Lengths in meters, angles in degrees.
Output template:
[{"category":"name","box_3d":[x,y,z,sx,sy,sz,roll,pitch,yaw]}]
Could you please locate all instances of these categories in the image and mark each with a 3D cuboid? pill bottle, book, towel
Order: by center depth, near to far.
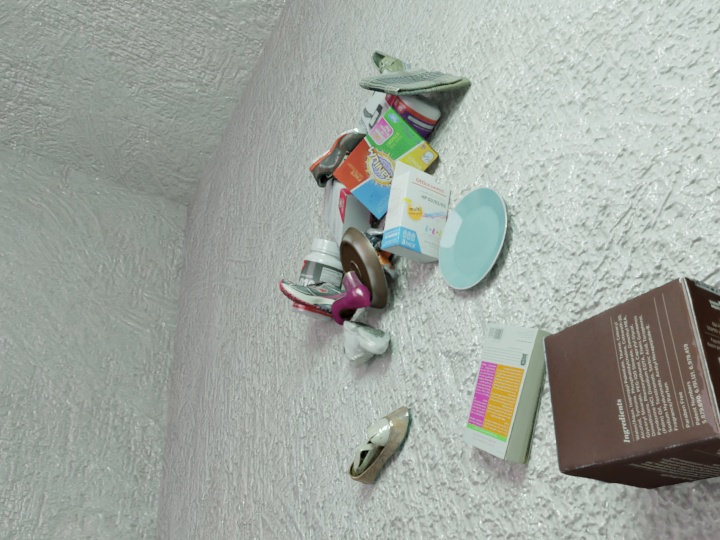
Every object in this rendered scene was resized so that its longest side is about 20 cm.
[{"category":"book","box_3d":[0.230,0.191,1.021,0.133,0.047,0.204,1,75,65]},{"category":"towel","box_3d":[0.121,-0.429,1.429,0.192,0.196,0.035,-142,43,-57]},{"category":"pill bottle","box_3d":[0.098,-0.317,1.496,0.202,0.111,0.113,-59,30,25]},{"category":"pill bottle","box_3d":[-0.108,0.025,1.699,0.113,0.112,0.205,3,78,63]}]

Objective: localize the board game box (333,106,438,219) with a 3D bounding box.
[{"category":"board game box","box_3d":[0.057,-0.242,1.439,0.200,0.153,0.040,-46,7,18]}]

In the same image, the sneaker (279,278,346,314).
[{"category":"sneaker","box_3d":[-0.111,0.059,1.602,0.081,0.196,0.076,148,139,-75]}]

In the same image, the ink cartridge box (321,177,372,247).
[{"category":"ink cartridge box","box_3d":[-0.037,-0.168,1.661,0.201,0.081,0.148,-121,33,-56]}]

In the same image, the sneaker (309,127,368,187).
[{"category":"sneaker","box_3d":[-0.045,-0.276,1.587,0.199,0.076,0.083,-35,65,37]}]

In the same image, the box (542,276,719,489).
[{"category":"box","box_3d":[0.338,0.136,0.704,0.199,0.163,0.168,-37,45,49]}]

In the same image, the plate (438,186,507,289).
[{"category":"plate","box_3d":[0.218,-0.060,1.210,0.200,0.025,0.204,-39,43,49]}]

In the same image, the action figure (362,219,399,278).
[{"category":"action figure","box_3d":[0.052,-0.077,1.461,0.192,0.103,0.204,10,83,58]}]

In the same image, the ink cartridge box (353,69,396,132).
[{"category":"ink cartridge box","box_3d":[0.064,-0.381,1.614,0.202,0.082,0.146,-59,30,26]}]

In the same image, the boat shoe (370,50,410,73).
[{"category":"boat shoe","box_3d":[0.078,-0.548,1.723,0.073,0.061,0.201,-63,29,19]}]

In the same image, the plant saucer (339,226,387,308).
[{"category":"plant saucer","box_3d":[0.000,0.000,1.468,0.201,0.032,0.202,53,157,35]}]

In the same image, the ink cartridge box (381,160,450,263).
[{"category":"ink cartridge box","box_3d":[0.121,-0.130,1.338,0.067,0.113,0.205,-15,62,59]}]

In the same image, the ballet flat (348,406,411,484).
[{"category":"ballet flat","box_3d":[0.034,0.356,1.282,0.203,0.066,0.068,-63,29,19]}]

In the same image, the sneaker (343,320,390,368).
[{"category":"sneaker","box_3d":[0.010,0.177,1.440,0.200,0.076,0.102,-167,88,-73]}]

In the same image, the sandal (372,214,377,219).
[{"category":"sandal","box_3d":[0.032,-0.213,1.650,0.077,0.042,0.203,118,145,-48]}]

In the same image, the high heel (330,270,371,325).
[{"category":"high heel","box_3d":[-0.021,0.096,1.477,0.097,0.066,0.202,61,159,29]}]
